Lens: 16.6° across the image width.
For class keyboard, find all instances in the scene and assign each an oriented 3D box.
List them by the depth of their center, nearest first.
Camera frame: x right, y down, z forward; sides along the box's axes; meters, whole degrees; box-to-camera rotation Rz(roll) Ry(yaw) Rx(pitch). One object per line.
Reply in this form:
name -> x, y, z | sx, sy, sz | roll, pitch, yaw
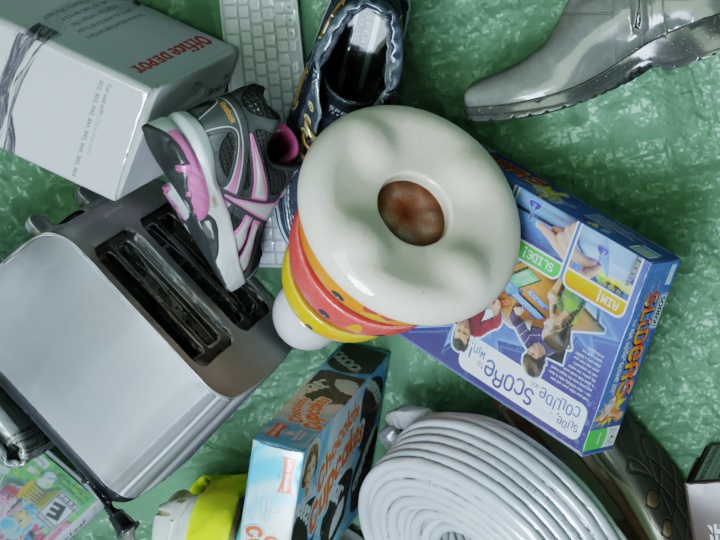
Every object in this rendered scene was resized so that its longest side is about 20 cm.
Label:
keyboard -> -0.059, -0.099, 1.628 | 0.056, 0.011, 0.200 | 0, 105, 18

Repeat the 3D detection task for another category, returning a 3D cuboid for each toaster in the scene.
toaster -> -0.150, 0.046, 1.608 | 0.200, 0.181, 0.119 | 47, 112, 1

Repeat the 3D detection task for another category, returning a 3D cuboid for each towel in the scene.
towel -> -0.273, 0.044, 1.650 | 0.035, 0.193, 0.200 | -43, 90, 4

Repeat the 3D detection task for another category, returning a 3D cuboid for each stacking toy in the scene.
stacking toy -> 0.000, 0.000, 1.553 | 0.146, 0.146, 0.200 | 44, 146, 2

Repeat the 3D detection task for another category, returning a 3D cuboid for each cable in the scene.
cable -> 0.090, 0.181, 1.576 | 0.200, 0.069, 0.200 | -10, 115, 58

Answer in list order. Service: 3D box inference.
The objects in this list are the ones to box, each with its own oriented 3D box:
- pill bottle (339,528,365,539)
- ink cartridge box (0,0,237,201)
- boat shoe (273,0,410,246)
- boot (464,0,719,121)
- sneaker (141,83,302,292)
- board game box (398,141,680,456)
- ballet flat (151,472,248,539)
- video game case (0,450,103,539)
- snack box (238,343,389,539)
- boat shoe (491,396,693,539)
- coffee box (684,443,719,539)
pill bottle -> -0.065, 0.272, 1.685 | 0.112, 0.112, 0.200 | 40, 114, 3
ink cartridge box -> -0.201, -0.135, 1.587 | 0.200, 0.145, 0.084 | 26, 113, 12
boat shoe -> -0.017, -0.091, 1.566 | 0.071, 0.091, 0.201 | 13, 110, -1
boot -> 0.142, -0.175, 1.519 | 0.200, 0.068, 0.131 | -19, 92, 17
sneaker -> -0.073, -0.053, 1.558 | 0.086, 0.200, 0.080 | -30, 74, -8
board game box -> 0.096, 0.010, 1.551 | 0.200, 0.034, 0.136 | 33, 116, 35
ballet flat -> -0.102, 0.169, 1.619 | 0.067, 0.200, 0.067 | 11, 96, 3
video game case -> -0.308, 0.158, 1.684 | 0.200, 0.182, 0.022 | 38, 155, 22
snack box -> -0.031, 0.131, 1.583 | 0.037, 0.200, 0.116 | 13, 109, 13
boat shoe -> 0.156, 0.136, 1.599 | 0.072, 0.076, 0.200 | -34, 84, 27
coffee box -> 0.314, 0.166, 1.546 | 0.200, 0.080, 0.115 | -6, 104, 20
